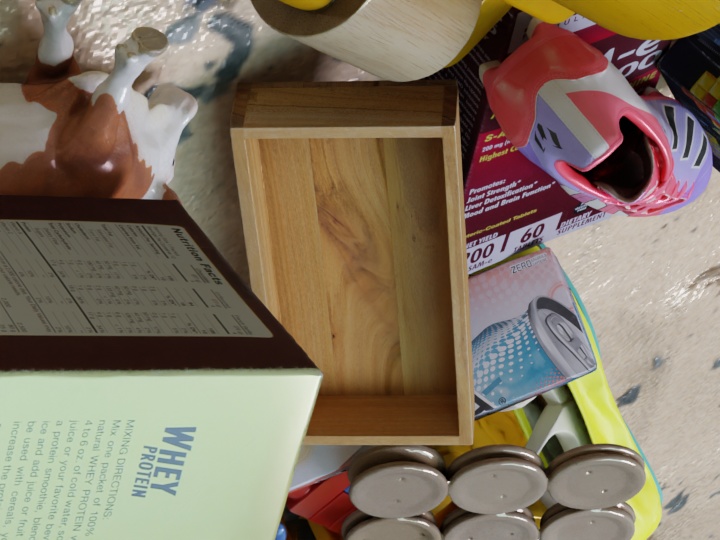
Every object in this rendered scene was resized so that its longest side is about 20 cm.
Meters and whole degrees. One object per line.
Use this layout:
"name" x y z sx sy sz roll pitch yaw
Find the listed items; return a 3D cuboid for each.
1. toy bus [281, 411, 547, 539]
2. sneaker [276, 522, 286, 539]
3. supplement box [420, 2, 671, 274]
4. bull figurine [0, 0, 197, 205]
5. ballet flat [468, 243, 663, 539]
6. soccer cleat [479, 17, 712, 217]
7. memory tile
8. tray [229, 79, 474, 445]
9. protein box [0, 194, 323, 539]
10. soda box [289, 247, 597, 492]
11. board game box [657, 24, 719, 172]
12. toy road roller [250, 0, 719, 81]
"toy bus" 0.002 0.140 1.352 0.200 0.136 0.192 -42 138 21
"sneaker" -0.080 0.161 1.270 0.085 0.077 0.200 -7 173 -7
"supplement box" 0.082 -0.088 1.131 0.109 0.061 0.200 -22 149 -23
"bull figurine" -0.139 -0.053 0.946 0.200 0.065 0.122 -16 144 -31
"ballet flat" 0.101 0.070 1.281 0.067 0.200 0.067 -39 -159 -34
"soccer cleat" 0.118 -0.050 1.081 0.067 0.077 0.200 -40 152 11
"memory tile" 0.066 0.146 1.255 0.153 0.017 0.200 -3 144 -2
"tray" 0.000 0.000 1.112 0.098 0.037 0.200 0 132 5
"protein box" -0.151 0.087 0.895 0.199 0.135 0.199 1 118 -31
"soda box" 0.017 0.056 1.222 0.199 0.069 0.064 -22 175 5
"board game box" 0.240 -0.134 1.175 0.200 0.057 0.165 -48 159 0
"toy road roller" 0.065 -0.134 0.946 0.200 0.146 0.123 -44 150 19
